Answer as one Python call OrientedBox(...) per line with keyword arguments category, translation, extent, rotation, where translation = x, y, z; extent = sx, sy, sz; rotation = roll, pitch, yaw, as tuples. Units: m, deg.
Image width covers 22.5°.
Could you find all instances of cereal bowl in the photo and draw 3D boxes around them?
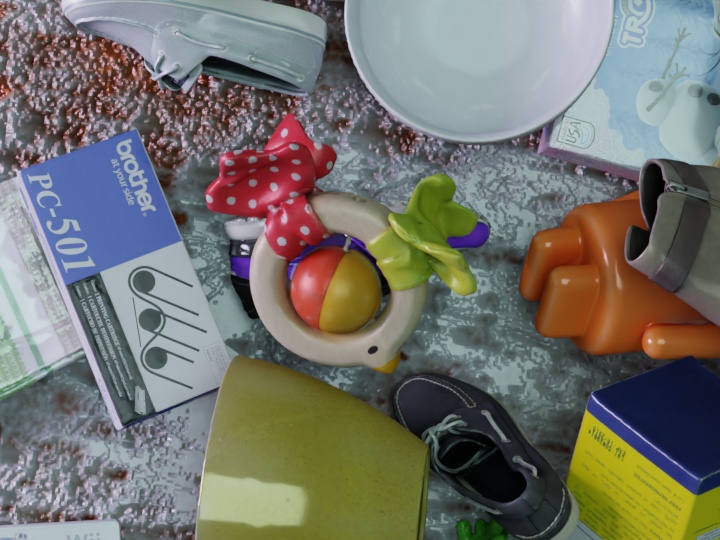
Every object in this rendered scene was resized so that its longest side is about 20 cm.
OrientedBox(category="cereal bowl", translation=(0.090, -0.190, 1.367), extent=(0.200, 0.083, 0.200), rotation=(0, 88, 5))

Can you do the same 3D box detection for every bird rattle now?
OrientedBox(category="bird rattle", translation=(-0.018, -0.009, 1.279), extent=(0.200, 0.113, 0.163), rotation=(14, 110, -3))

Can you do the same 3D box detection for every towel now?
OrientedBox(category="towel", translation=(-0.266, 0.015, 1.340), extent=(0.200, 0.031, 0.149), rotation=(-26, 90, -9))

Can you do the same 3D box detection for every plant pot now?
OrientedBox(category="plant pot", translation=(-0.027, 0.165, 1.260), extent=(0.142, 0.200, 0.200), rotation=(5, 85, 6))

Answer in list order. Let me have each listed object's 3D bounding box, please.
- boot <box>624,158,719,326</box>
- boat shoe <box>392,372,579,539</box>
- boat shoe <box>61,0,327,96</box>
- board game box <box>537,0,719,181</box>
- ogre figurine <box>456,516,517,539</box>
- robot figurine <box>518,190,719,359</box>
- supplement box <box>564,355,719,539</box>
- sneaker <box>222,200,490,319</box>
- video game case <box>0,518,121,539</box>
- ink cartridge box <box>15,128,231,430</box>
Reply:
OrientedBox(category="boot", translation=(0.250, 0.014, 1.245), extent=(0.146, 0.070, 0.200), rotation=(23, 44, -21))
OrientedBox(category="boat shoe", translation=(0.079, 0.124, 1.302), extent=(0.073, 0.200, 0.063), rotation=(-47, 134, 0))
OrientedBox(category="boat shoe", translation=(-0.125, -0.169, 1.352), extent=(0.201, 0.070, 0.072), rotation=(8, 79, -10))
OrientedBox(category="board game box", translation=(0.259, -0.162, 1.415), extent=(0.199, 0.043, 0.200), rotation=(15, 84, -5))
OrientedBox(category="ogre figurine", translation=(0.078, 0.246, 1.322), extent=(0.200, 0.120, 0.098), rotation=(-37, 91, -9))
OrientedBox(category="robot figurine", translation=(0.222, 0.001, 1.358), extent=(0.200, 0.144, 0.117), rotation=(-4, 98, -15))
OrientedBox(category="supplement box", translation=(0.214, 0.180, 1.287), extent=(0.109, 0.109, 0.200), rotation=(-16, 130, -37))
OrientedBox(category="sneaker", translation=(0.000, 0.000, 1.362), extent=(0.200, 0.070, 0.100), rotation=(-5, 93, -4))
OrientedBox(category="video game case", translation=(-0.244, 0.287, 1.328), extent=(0.143, 0.018, 0.200), rotation=(-2, 86, -7))
OrientedBox(category="ink cartridge box", translation=(-0.171, 0.007, 1.324), extent=(0.094, 0.044, 0.200), rotation=(-21, 87, -15))
